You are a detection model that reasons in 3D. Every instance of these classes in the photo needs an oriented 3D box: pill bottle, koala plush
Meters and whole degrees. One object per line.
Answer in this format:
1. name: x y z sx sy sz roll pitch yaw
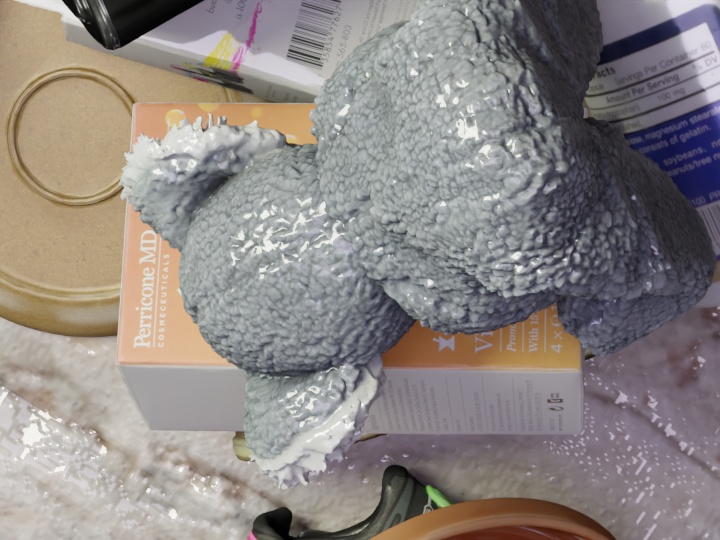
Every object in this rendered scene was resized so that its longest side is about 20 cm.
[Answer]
1. pill bottle: 0.156 -0.096 1.245 0.119 0.120 0.200 -23 98 7
2. koala plush: 0.009 -0.022 1.108 0.200 0.184 0.178 -26 87 19

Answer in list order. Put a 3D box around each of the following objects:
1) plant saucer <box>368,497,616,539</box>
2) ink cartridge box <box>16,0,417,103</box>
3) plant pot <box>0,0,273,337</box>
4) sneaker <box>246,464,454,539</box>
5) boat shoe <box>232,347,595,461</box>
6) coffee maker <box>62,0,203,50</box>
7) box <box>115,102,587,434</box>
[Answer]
1. plant saucer: 0.040 0.185 1.304 0.200 0.032 0.201 -13 129 -16
2. ink cartridge box: -0.063 -0.146 1.258 0.200 0.068 0.115 16 85 -3
3. plant pot: -0.132 -0.064 1.316 0.199 0.027 0.201 1 101 3
4. sneaker: -0.041 0.161 1.334 0.200 0.077 0.084 -32 91 -2
5. boat shoe: 0.030 0.036 1.304 0.200 0.073 0.063 -20 88 6
6. coffee maker: -0.041 -0.172 1.160 0.200 0.135 0.192 -28 90 -6
7. box: 0.000 0.000 1.233 0.199 0.098 0.125 0 70 5
